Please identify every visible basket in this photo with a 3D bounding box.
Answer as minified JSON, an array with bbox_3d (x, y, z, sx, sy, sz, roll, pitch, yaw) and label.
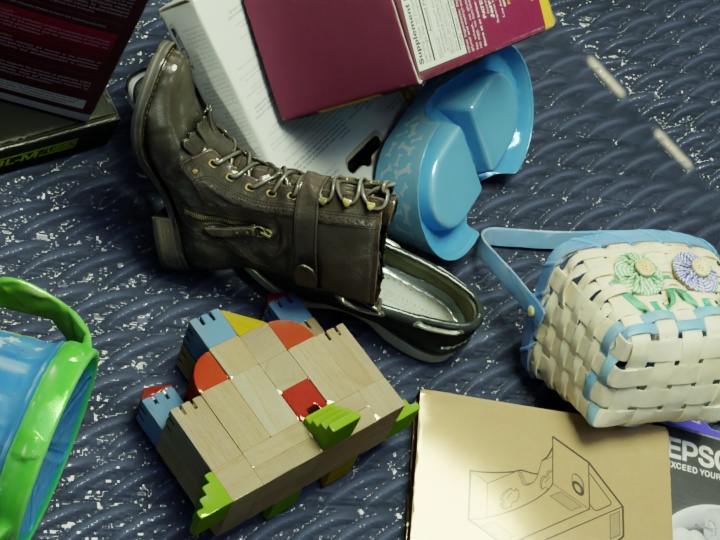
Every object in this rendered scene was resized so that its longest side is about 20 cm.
[{"bbox_3d":[0.203,0.026,1.106,0.175,0.140,0.200,-2,31,-26],"label":"basket"}]

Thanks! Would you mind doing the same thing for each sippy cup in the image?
[{"bbox_3d":[-0.243,0.089,0.860,0.129,0.141,0.178,22,15,-2],"label":"sippy cup"}]

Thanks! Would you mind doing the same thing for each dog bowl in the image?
[{"bbox_3d":[0.074,-0.097,1.120,0.201,0.049,0.112,-57,139,-35],"label":"dog bowl"}]

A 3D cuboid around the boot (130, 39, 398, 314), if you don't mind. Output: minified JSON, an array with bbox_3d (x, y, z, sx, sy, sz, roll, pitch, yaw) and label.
[{"bbox_3d":[-0.058,-0.062,0.961,0.172,0.201,0.070,8,44,14],"label":"boot"}]

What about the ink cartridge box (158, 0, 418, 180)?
[{"bbox_3d":[-0.041,-0.148,1.062,0.200,0.040,0.201,-47,117,-45],"label":"ink cartridge box"}]

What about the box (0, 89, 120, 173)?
[{"bbox_3d":[-0.298,-0.159,1.003,0.192,0.048,0.201,-20,76,-31],"label":"box"}]

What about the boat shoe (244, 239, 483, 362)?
[{"bbox_3d":[0.000,0.000,1.056,0.199,0.060,0.076,23,57,-14],"label":"boat shoe"}]

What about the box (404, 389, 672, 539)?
[{"bbox_3d":[0.131,0.176,1.030,0.198,0.021,0.165,10,60,-7],"label":"box"}]

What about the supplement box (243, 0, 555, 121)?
[{"bbox_3d":[0.033,-0.191,1.026,0.199,0.130,0.104,-29,105,-49],"label":"supplement box"}]

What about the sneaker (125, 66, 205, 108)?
[{"bbox_3d":[-0.103,-0.132,1.087,0.200,0.074,0.088,-35,122,-47],"label":"sneaker"}]

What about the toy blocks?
[{"bbox_3d":[-0.071,0.084,0.971,0.199,0.100,0.137,-26,66,-34],"label":"toy blocks"}]

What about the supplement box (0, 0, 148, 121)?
[{"bbox_3d":[-0.199,-0.183,0.916,0.108,0.200,0.061,14,60,-21],"label":"supplement box"}]

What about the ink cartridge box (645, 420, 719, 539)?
[{"bbox_3d":[0.305,0.188,1.119,0.196,0.043,0.202,17,58,-16],"label":"ink cartridge box"}]
